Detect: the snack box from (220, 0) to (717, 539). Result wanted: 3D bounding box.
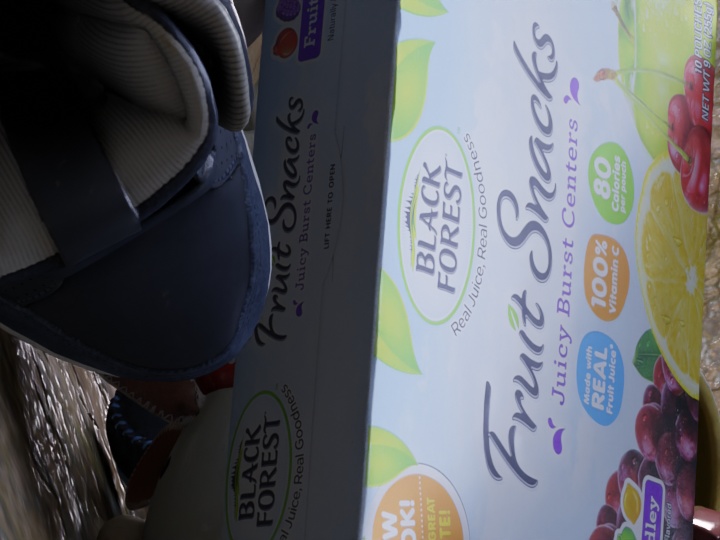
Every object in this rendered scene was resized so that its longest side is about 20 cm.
[{"bbox_3d":[0.033,0.003,0.763,0.142,0.053,0.201,20,68,-45],"label":"snack box"}]

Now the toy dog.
[{"bbox_3d":[-0.065,0.003,0.819,0.200,0.096,0.132,-83,160,-58],"label":"toy dog"}]

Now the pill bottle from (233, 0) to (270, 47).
[{"bbox_3d":[-0.092,-0.143,0.731,0.111,0.110,0.201,-111,-179,-51],"label":"pill bottle"}]

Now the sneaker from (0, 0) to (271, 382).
[{"bbox_3d":[-0.055,-0.021,0.522,0.203,0.077,0.146,58,-4,-41],"label":"sneaker"}]

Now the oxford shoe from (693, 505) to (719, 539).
[{"bbox_3d":[0.058,0.088,0.906,0.075,0.071,0.200,29,1,24],"label":"oxford shoe"}]

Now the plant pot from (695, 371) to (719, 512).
[{"bbox_3d":[0.012,0.079,1.050,0.142,0.200,0.201,35,-26,43],"label":"plant pot"}]

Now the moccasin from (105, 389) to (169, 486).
[{"bbox_3d":[0.000,0.000,0.926,0.080,0.200,0.068,38,-30,34],"label":"moccasin"}]
